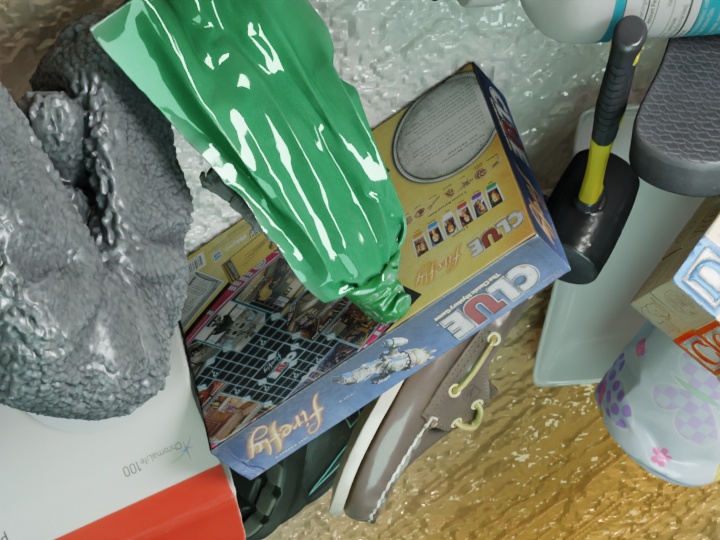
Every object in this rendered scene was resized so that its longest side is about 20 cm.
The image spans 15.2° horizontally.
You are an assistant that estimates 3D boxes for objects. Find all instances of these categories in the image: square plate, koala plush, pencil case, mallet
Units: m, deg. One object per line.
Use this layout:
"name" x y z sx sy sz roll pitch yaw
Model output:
"square plate" 0.198 -0.022 1.471 0.197 0.029 0.201 -4 132 -12
"koala plush" -0.195 -0.002 1.281 0.199 0.185 0.177 -18 -178 36
"pencil case" 0.207 0.024 1.438 0.090 0.083 0.200 26 123 -10
"mallet" 0.114 -0.055 1.304 0.041 0.066 0.200 23 162 9

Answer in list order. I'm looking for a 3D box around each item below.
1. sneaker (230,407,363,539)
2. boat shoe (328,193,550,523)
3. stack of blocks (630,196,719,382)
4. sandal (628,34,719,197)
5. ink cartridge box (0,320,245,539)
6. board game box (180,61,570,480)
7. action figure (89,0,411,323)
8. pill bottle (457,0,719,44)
"sneaker" -0.021 0.056 1.467 0.079 0.075 0.201 -8 135 -50
"boat shoe" 0.048 0.047 1.408 0.059 0.072 0.201 27 87 -3
"stack of blocks" 0.238 -0.027 1.321 0.115 0.200 0.059 40 160 -4
"sandal" 0.177 -0.093 1.307 0.076 0.200 0.043 19 133 19
"ink cartridge box" -0.148 0.111 1.376 0.159 0.201 0.047 -24 134 7
"board game box" 0.000 0.000 1.361 0.199 0.136 0.035 -33 132 16
"action figure" -0.036 -0.058 1.278 0.118 0.055 0.201 -37 101 -26
"pill bottle" 0.142 -0.165 1.267 0.199 0.111 0.111 -4 133 -11
